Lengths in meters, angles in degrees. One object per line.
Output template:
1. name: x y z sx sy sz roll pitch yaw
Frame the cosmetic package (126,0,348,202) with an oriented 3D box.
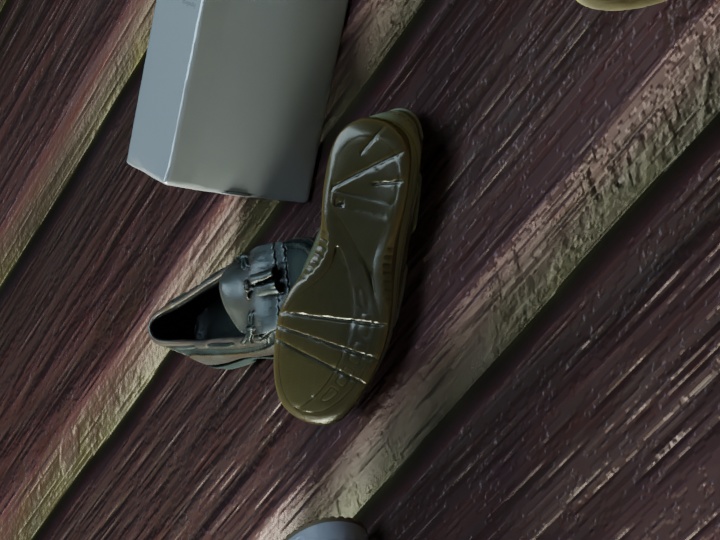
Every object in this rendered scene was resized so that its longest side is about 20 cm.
1. cosmetic package: -0.078 -0.153 1.638 0.081 0.112 0.202 31 110 59

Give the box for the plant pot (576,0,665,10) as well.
1. plant pot: 0.123 -0.242 1.210 0.201 0.200 0.190 -47 59 48

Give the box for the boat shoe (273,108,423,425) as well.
1. boat shoe: -0.002 -0.001 1.525 0.073 0.063 0.202 16 107 16

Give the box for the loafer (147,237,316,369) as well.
1. loafer: -0.079 0.026 1.650 0.200 0.062 0.072 -30 58 56

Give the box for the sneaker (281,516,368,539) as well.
1. sneaker: -0.049 0.251 1.542 0.200 0.070 0.109 -52 40 40
